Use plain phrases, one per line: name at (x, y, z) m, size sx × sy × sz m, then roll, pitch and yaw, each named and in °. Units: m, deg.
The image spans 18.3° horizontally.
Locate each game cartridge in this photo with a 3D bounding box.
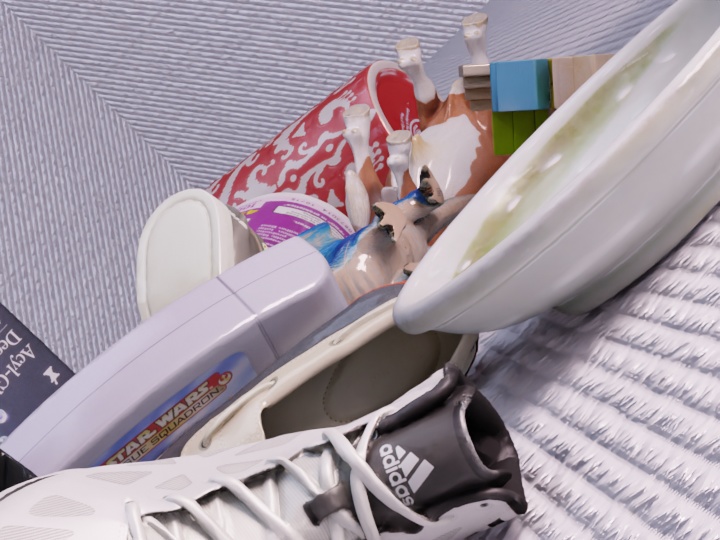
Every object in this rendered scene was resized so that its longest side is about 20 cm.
game cartridge at (-0.081, 0.079, 0.957) m, size 0.200 × 0.042 × 0.133 m, roll -39°, pitch -32°, yaw -10°

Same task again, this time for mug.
mug at (-0.017, -0.023, 1.506) m, size 0.200 × 0.178 × 0.133 m, roll -39°, pitch -29°, yaw 26°

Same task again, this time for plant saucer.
plant saucer at (0.097, -0.036, 0.837) m, size 0.200 × 0.050 × 0.200 m, roll -44°, pitch 5°, yaw 5°

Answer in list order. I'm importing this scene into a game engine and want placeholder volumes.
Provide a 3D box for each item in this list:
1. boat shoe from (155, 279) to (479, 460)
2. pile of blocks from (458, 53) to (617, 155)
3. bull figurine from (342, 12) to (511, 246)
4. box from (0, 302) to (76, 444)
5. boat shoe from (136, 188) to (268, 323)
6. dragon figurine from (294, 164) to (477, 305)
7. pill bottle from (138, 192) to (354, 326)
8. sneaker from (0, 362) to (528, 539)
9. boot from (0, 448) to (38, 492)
boat shoe at (-0.030, 0.078, 0.903) m, size 0.200 × 0.071 × 0.063 m, roll -42°, pitch 7°, yaw -9°
pile of blocks at (0.090, -0.069, 1.061) m, size 0.082 × 0.062 × 0.200 m, roll -4°, pitch 4°, yaw 1°
bull figurine at (0.048, -0.061, 1.218) m, size 0.065 × 0.122 × 0.200 m, roll -5°, pitch 34°, yaw 26°
box at (-0.241, 0.133, 1.443) m, size 0.148 × 0.200 × 0.107 m, roll -50°, pitch 7°, yaw -33°
boat shoe at (-0.074, 0.062, 1.093) m, size 0.072 × 0.060 × 0.202 m, roll -14°, pitch 63°, yaw 32°
dragon figurine at (0.000, 0.000, 1.085) m, size 0.099 × 0.059 × 0.200 m, roll -27°, pitch 6°, yaw 30°
pill bottle at (-0.061, 0.034, 1.249) m, size 0.112 × 0.112 × 0.200 m, roll -44°, pitch 5°, yaw 21°
sneaker at (-0.028, 0.066, 0.650) m, size 0.115 × 0.076 × 0.200 m, roll -37°, pitch -17°, yaw 36°
boot at (-0.127, 0.107, 0.787) m, size 0.168 × 0.200 × 0.076 m, roll 157°, pitch 135°, yaw -72°
